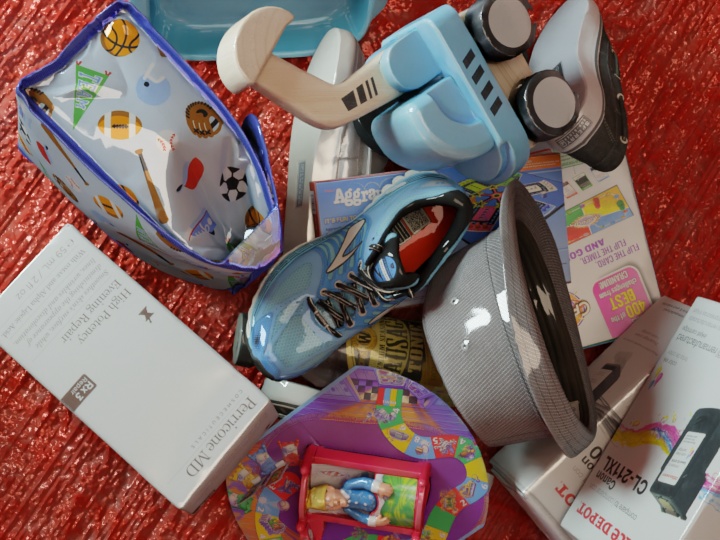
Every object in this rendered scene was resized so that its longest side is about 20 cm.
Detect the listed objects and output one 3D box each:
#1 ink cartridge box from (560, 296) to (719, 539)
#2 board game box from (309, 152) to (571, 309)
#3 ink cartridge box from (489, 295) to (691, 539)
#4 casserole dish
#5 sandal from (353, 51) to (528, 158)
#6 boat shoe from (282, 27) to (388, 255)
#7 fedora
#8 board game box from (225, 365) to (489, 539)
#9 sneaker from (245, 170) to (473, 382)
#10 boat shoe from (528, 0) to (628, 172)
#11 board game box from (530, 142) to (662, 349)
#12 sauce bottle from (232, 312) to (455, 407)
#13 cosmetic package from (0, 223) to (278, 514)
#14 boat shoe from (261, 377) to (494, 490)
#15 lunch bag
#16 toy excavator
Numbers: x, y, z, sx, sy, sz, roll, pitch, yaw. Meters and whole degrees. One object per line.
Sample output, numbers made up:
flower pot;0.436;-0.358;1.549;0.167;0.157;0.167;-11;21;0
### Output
ink cartridge box;0.244;0.133;0.874;0.083;0.146;0.201;32;89;-16
board game box;0.063;-0.028;0.968;0.198;0.019;0.104;-8;97;-15
ink cartridge box;0.222;0.143;0.990;0.200;0.085;0.146;-42;105;-3
casserole dish;-0.077;-0.219;0.964;0.198;0.122;0.039;-5;50;-11
sandal;0.074;-0.151;0.984;0.075;0.045;0.200;44;52;8
boat shoe;-0.012;-0.084;0.985;0.068;0.072;0.202;8;82;-26
fedora;0.101;0.045;0.910;0.090;0.177;0.201;-19;65;17
board game box;-0.005;0.171;0.929;0.200;0.039;0.158;-37;101;20
sneaker;0.000;0.000;0.895;0.200;0.090;0.078;-44;104;-8
boat shoe;0.173;-0.146;0.991;0.056;0.069;0.201;35;36;-20
board game box;0.152;-0.033;1.029;0.152;0.040;0.202;-13;89;-13
sauce bottle;0.002;0.066;0.977;0.198;0.066;0.067;6;85;-13
cosmetic package;-0.165;0.072;0.913;0.200;0.074;0.102;38;79;10
boat shoe;0.008;0.145;0.969;0.199;0.071;0.064;28;80;-11
lunch bag;-0.138;-0.071;0.904;0.124;0.170;0.200;-44;94;-13
toy excavator;0.025;-0.124;0.877;0.200;0.100;0.195;-38;102;-25
